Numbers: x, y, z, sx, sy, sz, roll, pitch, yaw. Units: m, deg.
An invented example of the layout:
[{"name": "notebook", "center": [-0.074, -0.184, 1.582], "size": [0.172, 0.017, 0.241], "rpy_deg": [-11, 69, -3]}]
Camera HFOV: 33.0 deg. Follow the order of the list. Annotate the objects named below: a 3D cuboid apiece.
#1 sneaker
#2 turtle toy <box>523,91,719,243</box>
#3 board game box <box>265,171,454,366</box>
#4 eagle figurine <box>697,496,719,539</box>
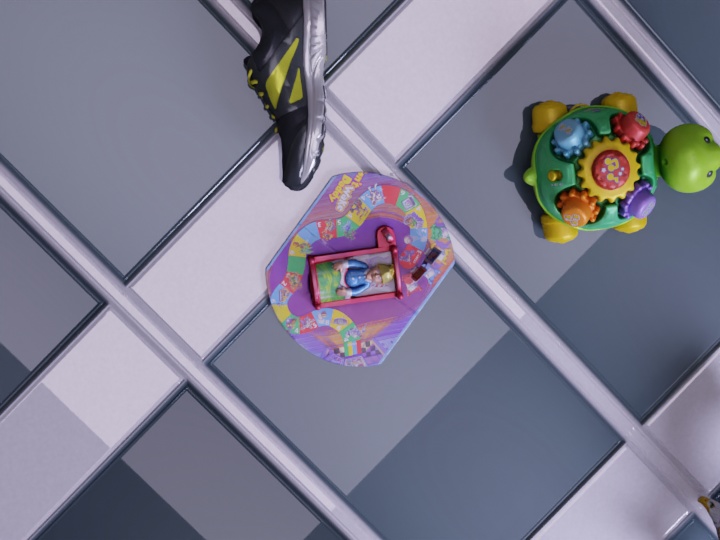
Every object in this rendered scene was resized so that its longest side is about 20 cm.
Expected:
[{"name": "sneaker", "center": [-0.075, -0.180, 1.205], "size": [0.083, 0.074, 0.203], "rpy_deg": [2, 87, 0]}, {"name": "turtle toy", "center": [0.262, -0.106, 1.224], "size": [0.197, 0.101, 0.148], "rpy_deg": [-8, 97, -5]}, {"name": "board game box", "center": [0.000, 0.000, 1.240], "size": [0.157, 0.039, 0.201], "rpy_deg": [37, 91, -8]}, {"name": "eagle figurine", "center": [0.418, 0.271, 1.271], "size": [0.151, 0.152, 0.200], "rpy_deg": [43, 96, 12]}]
